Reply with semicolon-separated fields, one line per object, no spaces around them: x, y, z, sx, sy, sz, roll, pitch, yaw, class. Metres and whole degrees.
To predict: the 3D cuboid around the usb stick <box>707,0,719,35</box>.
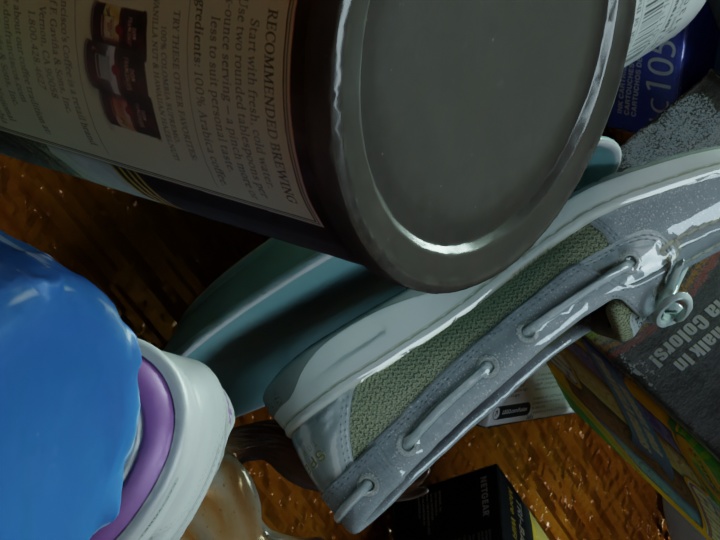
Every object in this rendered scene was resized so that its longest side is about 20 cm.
0.173;-0.072;1.075;0.033;0.056;0.200;-26;139;5;usb stick

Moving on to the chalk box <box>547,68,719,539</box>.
0.170;0.042;1.025;0.124;0.200;0.124;-39;141;-7;chalk box

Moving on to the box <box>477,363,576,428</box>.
0.105;0.005;1.153;0.200;0.035;0.111;-3;106;-55;box

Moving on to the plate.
0.000;0.000;0.912;0.200;0.200;0.026;-15;73;-52;plate

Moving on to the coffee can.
-0.041;-0.089;0.752;0.146;0.199;0.147;-28;127;-46;coffee can

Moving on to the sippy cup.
-0.137;0.033;0.730;0.140;0.130;0.178;-49;140;-31;sippy cup

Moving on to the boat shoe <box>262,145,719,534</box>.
0.065;0.020;0.930;0.201;0.065;0.074;-28;169;-12;boat shoe

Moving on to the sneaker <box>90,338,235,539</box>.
-0.106;0.108;0.824;0.200;0.075;0.100;-49;166;9;sneaker

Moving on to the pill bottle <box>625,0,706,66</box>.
0.034;-0.102;0.932;0.200;0.114;0.115;-33;129;-44;pill bottle

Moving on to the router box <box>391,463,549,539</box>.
0.070;0.206;1.066;0.201;0.052;0.157;-92;157;-43;router box

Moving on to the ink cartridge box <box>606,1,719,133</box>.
0.145;-0.134;1.116;0.200;0.076;0.137;-15;116;-50;ink cartridge box

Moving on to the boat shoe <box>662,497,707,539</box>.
0.195;0.057;1.284;0.066;0.070;0.201;-15;109;-50;boat shoe

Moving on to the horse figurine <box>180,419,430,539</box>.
-0.059;0.121;0.920;0.200;0.132;0.050;-52;-176;-28;horse figurine
